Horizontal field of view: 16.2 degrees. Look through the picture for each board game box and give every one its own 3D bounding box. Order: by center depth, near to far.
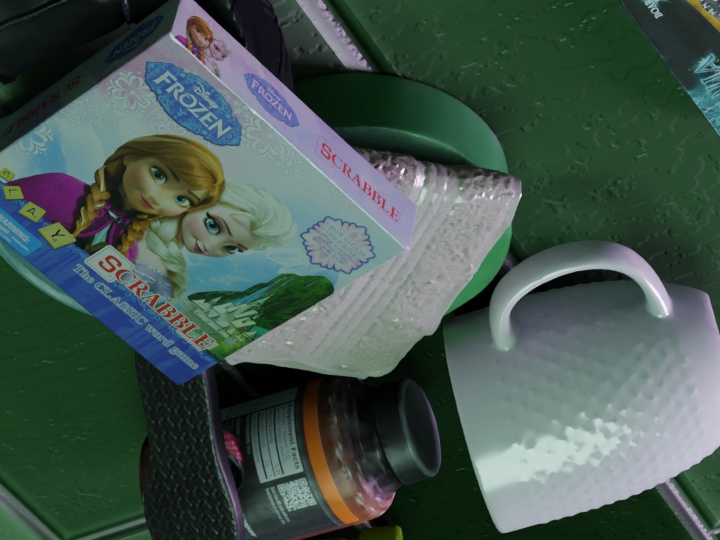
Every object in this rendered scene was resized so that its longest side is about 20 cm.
[{"bbox_3d":[-0.106,-0.042,1.486,0.199,0.041,0.200,-31,121,33],"label":"board game box"},{"bbox_3d":[0.234,-0.158,1.492,0.135,0.028,0.200,-21,136,23],"label":"board game box"}]

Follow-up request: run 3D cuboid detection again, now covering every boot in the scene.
[{"bbox_3d":[-0.147,-0.149,1.464,0.162,0.074,0.199,-19,129,17],"label":"boot"}]

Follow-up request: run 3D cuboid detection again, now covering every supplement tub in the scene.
[{"bbox_3d":[-0.047,0.135,1.770,0.199,0.107,0.107,-16,137,18],"label":"supplement tub"}]

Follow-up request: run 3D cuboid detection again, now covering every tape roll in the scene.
[{"bbox_3d":[-0.003,-0.039,1.613,0.199,0.048,0.201,0,139,0],"label":"tape roll"}]

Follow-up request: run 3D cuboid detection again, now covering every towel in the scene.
[{"bbox_3d":[0.000,0.000,1.578,0.132,0.035,0.200,8,138,-27],"label":"towel"}]

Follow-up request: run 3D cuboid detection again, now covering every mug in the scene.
[{"bbox_3d":[0.151,0.062,1.664,0.174,0.148,0.201,-16,130,7],"label":"mug"}]

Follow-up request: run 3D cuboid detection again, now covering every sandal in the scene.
[{"bbox_3d":[-0.108,0.120,1.694,0.075,0.045,0.201,11,123,23],"label":"sandal"}]

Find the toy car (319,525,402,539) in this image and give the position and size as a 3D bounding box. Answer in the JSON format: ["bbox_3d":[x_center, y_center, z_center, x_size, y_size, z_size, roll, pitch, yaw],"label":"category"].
[{"bbox_3d":[-0.037,0.298,1.861,0.163,0.201,0.158,-8,174,1],"label":"toy car"}]

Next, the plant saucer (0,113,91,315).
[{"bbox_3d":[-0.160,-0.024,1.599,0.199,0.028,0.201,14,144,10],"label":"plant saucer"}]
